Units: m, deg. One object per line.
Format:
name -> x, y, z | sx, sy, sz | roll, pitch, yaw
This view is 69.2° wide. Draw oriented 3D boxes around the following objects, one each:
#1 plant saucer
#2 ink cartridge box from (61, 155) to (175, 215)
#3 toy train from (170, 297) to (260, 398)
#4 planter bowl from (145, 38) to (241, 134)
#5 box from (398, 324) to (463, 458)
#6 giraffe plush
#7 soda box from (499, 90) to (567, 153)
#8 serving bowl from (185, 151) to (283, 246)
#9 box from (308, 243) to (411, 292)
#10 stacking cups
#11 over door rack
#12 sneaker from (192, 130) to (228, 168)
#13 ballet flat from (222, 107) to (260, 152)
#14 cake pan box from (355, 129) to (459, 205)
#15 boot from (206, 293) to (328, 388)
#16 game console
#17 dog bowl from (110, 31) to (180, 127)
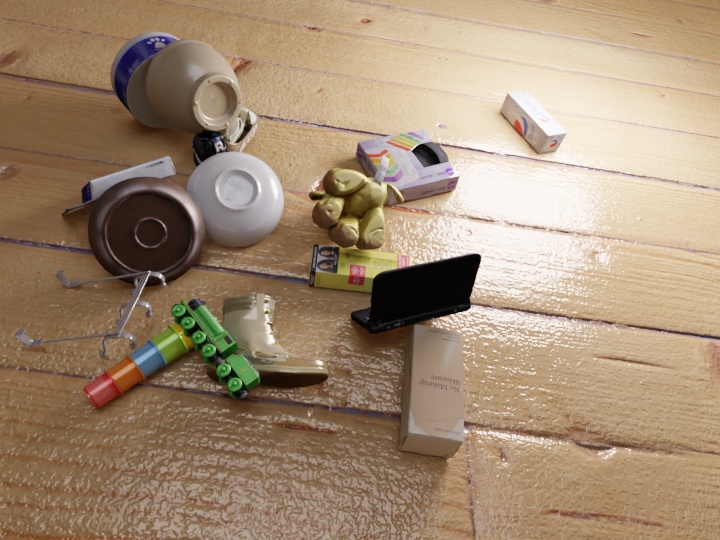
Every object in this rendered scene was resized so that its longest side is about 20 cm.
plant saucer -> -0.380, -0.068, 0.941 | 0.200, 0.201, 0.032 | -17, 16, -22
ink cartridge box -> -0.478, -0.163, 1.007 | 0.200, 0.041, 0.199 | -28, 17, -28
toy train -> -0.231, 0.117, 0.830 | 0.056, 0.042, 0.200 | -34, 67, -25
planter bowl -> -0.347, -0.386, 1.147 | 0.200, 0.201, 0.135 | -31, 50, -29
box -> 0.121, 0.200, 0.877 | 0.095, 0.078, 0.200 | 9, 51, -2
giraffe plush -> -0.030, -0.134, 1.073 | 0.173, 0.162, 0.200 | 43, 67, -21
soda box -> 0.471, -0.411, 1.434 | 0.068, 0.064, 0.200 | -14, 56, -22
serving bowl -> -0.250, -0.152, 1.049 | 0.199, 0.066, 0.201 | 3, 77, -15
box -> 0.000, 0.000, 1.033 | 0.199, 0.050, 0.075 | 8, 50, -4
stacking cups -> -0.349, 0.149, 0.857 | 0.200, 0.061, 0.060 | -38, 66, -26
over door rack -> -0.448, 0.071, 0.892 | 0.199, 0.067, 0.148 | 0, 46, 7
sneaker -> -0.292, -0.227, 1.122 | 0.200, 0.112, 0.073 | 35, 55, 17
ballet flat -> -0.286, -0.338, 1.237 | 0.068, 0.072, 0.200 | 17, 51, 4
cake pan box -> 0.115, -0.252, 1.255 | 0.199, 0.052, 0.185 | -15, 58, -20
boot -> -0.150, 0.118, 0.897 | 0.199, 0.073, 0.156 | 3, 56, 0
game console -> 0.092, 0.031, 0.930 | 0.199, 0.117, 0.176 | -11, 11, -18
dog bowl -> -0.458, -0.434, 1.201 | 0.200, 0.200, 0.079 | -30, 64, -29
